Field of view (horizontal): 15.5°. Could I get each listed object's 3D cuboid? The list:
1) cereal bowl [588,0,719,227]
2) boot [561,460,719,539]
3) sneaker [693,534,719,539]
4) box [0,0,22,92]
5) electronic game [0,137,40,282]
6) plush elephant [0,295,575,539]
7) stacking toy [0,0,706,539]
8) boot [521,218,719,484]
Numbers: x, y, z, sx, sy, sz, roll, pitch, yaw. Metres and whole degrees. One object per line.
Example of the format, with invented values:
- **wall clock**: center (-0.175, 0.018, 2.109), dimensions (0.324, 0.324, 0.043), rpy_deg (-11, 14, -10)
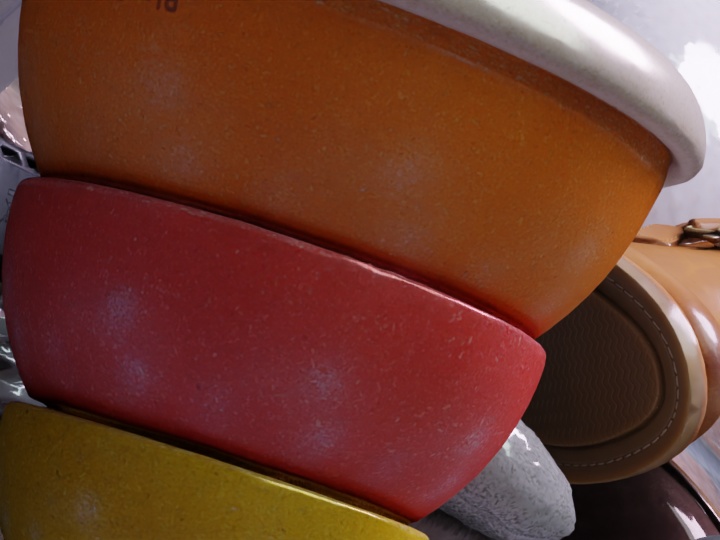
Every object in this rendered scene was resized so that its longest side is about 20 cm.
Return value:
- **cereal bowl**: center (0.056, -0.040, 0.985), dimensions (0.083, 0.200, 0.200), rpy_deg (33, 19, -21)
- **boot**: center (0.074, 0.132, 0.766), dimensions (0.166, 0.072, 0.201), rpy_deg (19, 51, -64)
- **sneaker**: center (0.115, 0.151, 0.687), dimensions (0.074, 0.084, 0.201), rpy_deg (38, 38, -34)
- **box**: center (-0.121, -0.151, 0.585), dimensions (0.200, 0.184, 0.105), rpy_deg (55, 33, 7)
- **electronic game**: center (-0.128, -0.082, 0.743), dimensions (0.200, 0.042, 0.200), rpy_deg (46, 23, -26)
- **plush elephant**: center (0.000, 0.000, 0.680), dimensions (0.200, 0.155, 0.165), rpy_deg (32, -12, -29)
- **stacking toy**: center (-0.028, 0.031, 0.522), dimensions (0.146, 0.201, 0.146), rpy_deg (20, -5, 2)
- **boot**: center (0.110, 0.020, 0.806), dimensions (0.200, 0.155, 0.077), rpy_deg (166, -81, -71)
